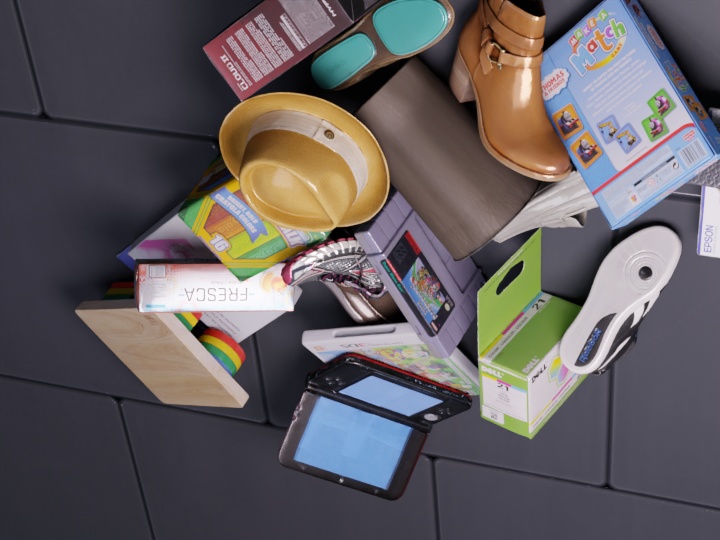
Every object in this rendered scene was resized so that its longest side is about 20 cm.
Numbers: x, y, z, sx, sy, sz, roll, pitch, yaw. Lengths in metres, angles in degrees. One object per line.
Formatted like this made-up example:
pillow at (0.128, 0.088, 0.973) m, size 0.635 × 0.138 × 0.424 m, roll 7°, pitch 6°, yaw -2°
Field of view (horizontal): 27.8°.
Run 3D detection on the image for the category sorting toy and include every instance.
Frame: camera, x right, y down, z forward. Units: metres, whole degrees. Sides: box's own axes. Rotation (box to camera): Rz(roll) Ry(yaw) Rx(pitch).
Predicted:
sorting toy at (-0.259, 0.095, 1.989) m, size 0.200 × 0.070 × 0.199 m, roll -3°, pitch 134°, yaw 49°

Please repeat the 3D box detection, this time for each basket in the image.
basket at (0.087, -0.130, 1.627) m, size 0.136 × 0.180 × 0.200 m, roll -42°, pitch 95°, yaw 10°

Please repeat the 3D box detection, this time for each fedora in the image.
fedora at (-0.068, -0.100, 1.586) m, size 0.200 × 0.082 × 0.201 m, roll 11°, pitch 138°, yaw 10°

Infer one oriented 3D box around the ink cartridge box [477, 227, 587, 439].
ink cartridge box at (0.208, 0.075, 1.732) m, size 0.076 × 0.148 × 0.201 m, roll 22°, pitch 137°, yaw 31°

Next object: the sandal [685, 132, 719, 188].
sandal at (0.327, -0.127, 1.539) m, size 0.200 × 0.043 × 0.076 m, roll 21°, pitch 114°, yaw 34°

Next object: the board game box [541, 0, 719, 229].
board game box at (0.272, -0.167, 1.519) m, size 0.151 × 0.037 × 0.201 m, roll -39°, pitch 76°, yaw 41°

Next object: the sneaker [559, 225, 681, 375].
sneaker at (0.314, 0.034, 1.720) m, size 0.073 × 0.112 × 0.200 m, roll 41°, pitch 103°, yaw 22°

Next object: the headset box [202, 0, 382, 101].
headset box at (-0.064, -0.273, 1.559) m, size 0.200 × 0.149 × 0.077 m, roll -30°, pitch 101°, yaw 38°

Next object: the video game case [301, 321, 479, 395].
video game case at (0.049, 0.120, 1.882) m, size 0.181 × 0.022 × 0.200 m, roll -6°, pitch 152°, yaw 27°

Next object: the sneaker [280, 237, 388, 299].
sneaker at (0.000, 0.000, 1.741) m, size 0.081 × 0.199 × 0.075 m, roll -24°, pitch 73°, yaw 61°

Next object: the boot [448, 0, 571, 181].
boot at (0.174, -0.205, 1.523) m, size 0.200 × 0.076 × 0.156 m, roll 60°, pitch 146°, yaw 32°

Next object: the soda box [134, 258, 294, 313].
soda box at (-0.185, 0.018, 1.838) m, size 0.199 × 0.068 × 0.064 m, roll 0°, pitch 96°, yaw -12°

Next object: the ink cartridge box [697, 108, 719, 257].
ink cartridge box at (0.468, -0.088, 1.551) m, size 0.199 × 0.043 × 0.197 m, roll 11°, pitch 131°, yaw 19°

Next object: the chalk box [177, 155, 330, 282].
chalk box at (-0.096, -0.097, 1.746) m, size 0.200 × 0.124 × 0.125 m, roll -27°, pitch 115°, yaw 38°

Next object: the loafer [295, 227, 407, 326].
loafer at (0.001, 0.007, 1.826) m, size 0.200 × 0.073 × 0.071 m, roll 40°, pitch 132°, yaw -13°

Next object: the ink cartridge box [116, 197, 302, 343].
ink cartridge box at (-0.211, 0.013, 1.949) m, size 0.196 × 0.043 × 0.200 m, roll 43°, pitch 130°, yaw -15°

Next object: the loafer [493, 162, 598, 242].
loafer at (0.230, -0.075, 1.659) m, size 0.200 × 0.070 × 0.070 m, roll -28°, pitch 105°, yaw 38°

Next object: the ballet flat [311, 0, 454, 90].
ballet flat at (0.032, -0.257, 1.589) m, size 0.200 × 0.072 × 0.068 m, roll -28°, pitch 97°, yaw 38°

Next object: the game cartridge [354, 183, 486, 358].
game cartridge at (0.078, -0.007, 1.741) m, size 0.038 × 0.130 × 0.200 m, roll -11°, pitch 124°, yaw 40°

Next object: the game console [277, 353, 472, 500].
game console at (0.020, 0.209, 1.913) m, size 0.199 × 0.119 × 0.172 m, roll 21°, pitch 152°, yaw -25°
